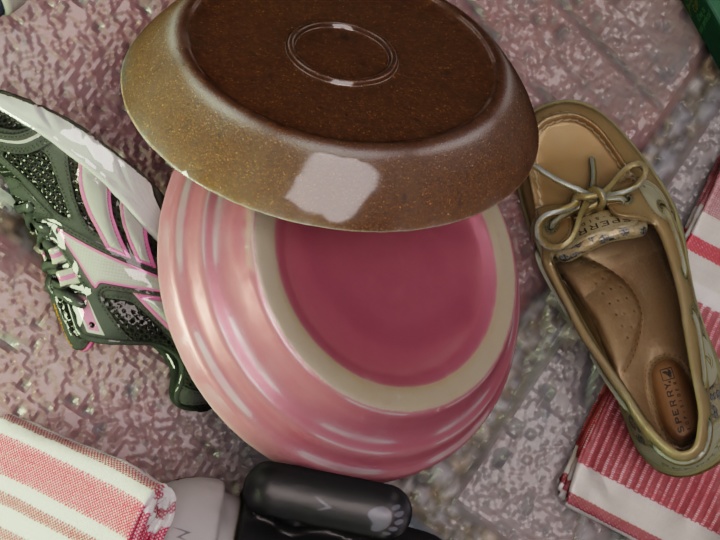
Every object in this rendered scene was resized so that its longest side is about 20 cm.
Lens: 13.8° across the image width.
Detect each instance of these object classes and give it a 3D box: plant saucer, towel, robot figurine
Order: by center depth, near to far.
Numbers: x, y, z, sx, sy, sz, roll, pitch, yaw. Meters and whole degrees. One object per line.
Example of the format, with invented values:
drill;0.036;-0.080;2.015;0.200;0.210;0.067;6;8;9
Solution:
plant saucer;-0.011;-0.091;1.400;0.200;0.200;0.034;4;127;-9
towel;-0.165;0.174;1.402;0.030;0.146;0.200;27;85;-40
plant saucer;0.000;0.000;1.423;0.200;0.051;0.201;11;70;-31
robot figurine;-0.029;0.170;1.424;0.200;0.125;0.150;15;85;-5
towel;0.202;0.057;1.514;0.144;0.023;0.200;27;87;-10

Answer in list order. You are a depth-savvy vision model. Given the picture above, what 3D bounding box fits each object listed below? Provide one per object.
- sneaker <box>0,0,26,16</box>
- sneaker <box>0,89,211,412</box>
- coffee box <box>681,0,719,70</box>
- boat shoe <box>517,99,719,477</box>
sneaker;-0.240;-0.194;1.415;0.085;0.075;0.200;-33;95;-12
sneaker;-0.124;-0.006;1.433;0.200;0.080;0.086;39;86;-6
coffee box;0.254;-0.094;1.487;0.123;0.044;0.200;-28;79;-8
boat shoe;0.131;0.004;1.463;0.073;0.063;0.200;-27;79;6
